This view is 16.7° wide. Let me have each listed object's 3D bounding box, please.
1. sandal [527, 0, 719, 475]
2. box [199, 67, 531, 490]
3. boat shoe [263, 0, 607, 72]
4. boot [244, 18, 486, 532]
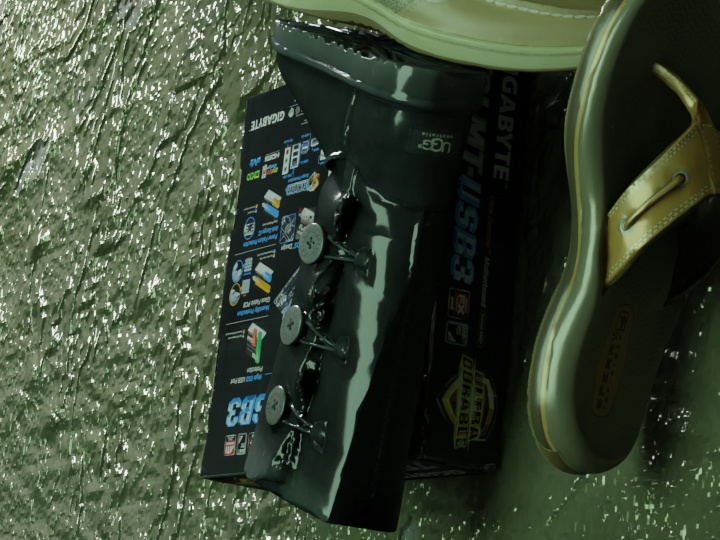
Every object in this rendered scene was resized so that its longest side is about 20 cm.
[{"bbox_3d":[0.115,-0.016,0.950,0.054,0.080,0.201,13,92,45],"label":"sandal"},{"bbox_3d":[0.000,0.000,1.162,0.200,0.049,0.200,-14,69,57],"label":"box"},{"bbox_3d":[0.036,-0.133,1.054,0.199,0.072,0.065,19,115,31],"label":"boat shoe"},{"bbox_3d":[-0.011,-0.003,1.087,0.165,0.065,0.201,-142,59,-67],"label":"boot"}]
